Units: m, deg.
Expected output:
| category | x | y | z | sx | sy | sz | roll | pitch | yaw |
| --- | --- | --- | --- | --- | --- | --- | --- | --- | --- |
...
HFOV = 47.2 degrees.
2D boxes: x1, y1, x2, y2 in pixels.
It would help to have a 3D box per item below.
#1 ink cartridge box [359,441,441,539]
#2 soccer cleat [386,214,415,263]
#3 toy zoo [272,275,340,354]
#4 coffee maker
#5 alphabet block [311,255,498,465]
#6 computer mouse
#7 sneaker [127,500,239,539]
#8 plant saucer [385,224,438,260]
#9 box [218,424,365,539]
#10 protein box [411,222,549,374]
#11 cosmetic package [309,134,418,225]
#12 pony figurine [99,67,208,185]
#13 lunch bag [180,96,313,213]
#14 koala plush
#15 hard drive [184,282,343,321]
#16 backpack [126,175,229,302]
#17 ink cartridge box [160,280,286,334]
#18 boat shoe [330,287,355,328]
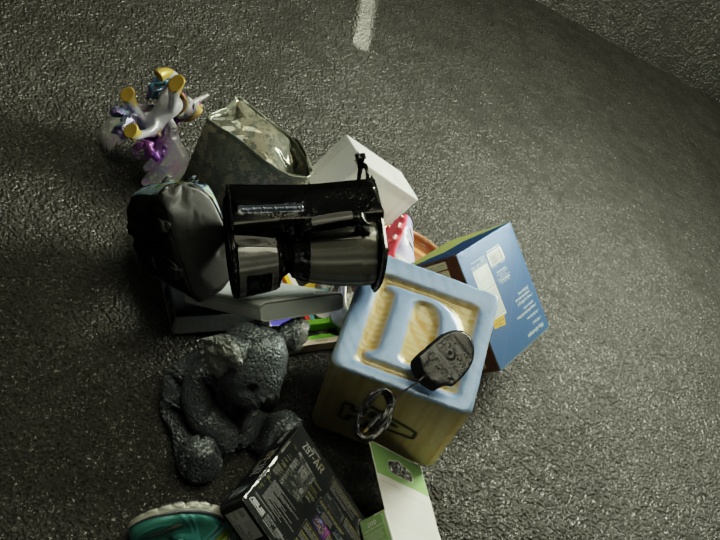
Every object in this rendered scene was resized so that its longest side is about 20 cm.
| category | x | y | z | sx | sy | sz | roll | pitch | yaw |
| --- | --- | --- | --- | --- | --- | --- | --- | --- | --- |
| ink cartridge box | 0.055 | 0.339 | 1.089 | 0.145 | 0.048 | 0.201 | 38 | 25 | -46 |
| soccer cleat | 0.073 | -0.020 | 1.466 | 0.076 | 0.067 | 0.201 | 37 | 36 | -21 |
| toy zoo | -0.106 | 0.045 | 1.351 | 0.130 | 0.021 | 0.201 | -4 | 51 | -39 |
| coffee maker | -0.078 | -0.056 | 1.071 | 0.198 | 0.136 | 0.193 | -2 | 36 | -11 |
| alphabet block | 0.059 | 0.128 | 1.158 | 0.195 | 0.200 | 0.196 | 21 | 57 | 2 |
| computer mouse | 0.065 | 0.142 | 1.018 | 0.199 | 0.034 | 0.059 | -35 | 88 | -23 |
| sneaker | -0.175 | 0.322 | 0.968 | 0.199 | 0.078 | 0.080 | 18 | 49 | -20 |
| plant saucer | 0.088 | -0.001 | 1.529 | 0.199 | 0.038 | 0.201 | 20 | 40 | -17 |
| box | -0.065 | 0.315 | 1.002 | 0.201 | 0.043 | 0.160 | 57 | 29 | -7 |
| protein box | 0.194 | 0.053 | 1.405 | 0.198 | 0.134 | 0.201 | -28 | 99 | -49 |
| cosmetic package | 0.005 | -0.154 | 1.515 | 0.200 | 0.113 | 0.081 | 29 | 27 | -54 |
| pony figurine | -0.331 | -0.236 | 1.329 | 0.167 | 0.193 | 0.200 | 44 | 0 | 3 |
| lunch bag | -0.181 | -0.165 | 1.402 | 0.199 | 0.164 | 0.118 | 38 | 41 | 4 |
| koala plush | -0.159 | 0.138 | 1.067 | 0.176 | 0.200 | 0.184 | -8 | 54 | -41 |
| hard drive | -0.136 | 0.038 | 1.132 | 0.131 | 0.027 | 0.199 | -7 | 9 | -39 |
| backpack | -0.258 | -0.054 | 1.162 | 0.153 | 0.199 | 0.164 | -30 | 110 | -39 |
| ink cartridge box | -0.211 | 0.004 | 1.282 | 0.198 | 0.044 | 0.199 | -1 | 49 | -27 |
| boat shoe | 0.000 | 0.000 | 1.362 | 0.072 | 0.069 | 0.201 | 28 | 57 | -6 |
